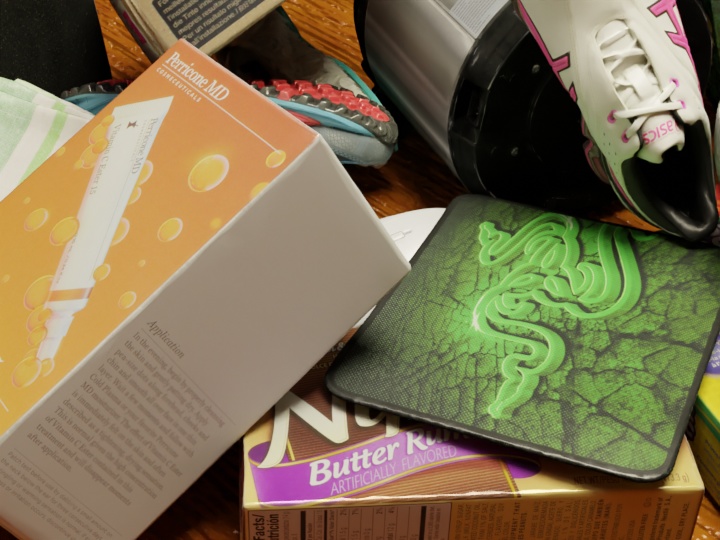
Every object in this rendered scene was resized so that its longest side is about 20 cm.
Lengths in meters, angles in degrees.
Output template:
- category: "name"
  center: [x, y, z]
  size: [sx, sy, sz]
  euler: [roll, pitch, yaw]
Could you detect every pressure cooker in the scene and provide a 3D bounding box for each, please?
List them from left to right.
- category: "pressure cooker"
  center: [0.093, -0.150, 0.817]
  size: [0.175, 0.179, 0.200]
  euler: [-18, 43, -19]

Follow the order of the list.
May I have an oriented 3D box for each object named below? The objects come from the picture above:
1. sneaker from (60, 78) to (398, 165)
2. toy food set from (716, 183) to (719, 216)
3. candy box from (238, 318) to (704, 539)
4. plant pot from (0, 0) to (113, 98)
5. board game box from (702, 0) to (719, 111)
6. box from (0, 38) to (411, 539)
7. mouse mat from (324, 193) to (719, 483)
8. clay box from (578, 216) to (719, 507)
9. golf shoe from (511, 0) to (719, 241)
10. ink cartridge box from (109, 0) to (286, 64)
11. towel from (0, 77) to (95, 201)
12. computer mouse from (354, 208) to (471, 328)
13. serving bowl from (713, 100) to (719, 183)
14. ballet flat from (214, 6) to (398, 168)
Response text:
- category: "sneaker"
  center: [-0.073, -0.062, 0.772]
  size: [0.199, 0.096, 0.079]
  euler: [3, 13, 18]
- category: "toy food set"
  center: [0.306, -0.049, 0.800]
  size: [0.197, 0.049, 0.200]
  euler: [-20, 44, -24]
- category: "candy box"
  center: [0.043, 0.080, 0.624]
  size: [0.199, 0.057, 0.117]
  euler: [0, 38, -4]
- category: "plant pot"
  center: [-0.286, -0.136, 0.787]
  size: [0.199, 0.200, 0.178]
  euler: [13, 51, 13]
- category: "board game box"
  center: [0.203, -0.173, 0.825]
  size: [0.023, 0.200, 0.105]
  euler: [-31, 63, 5]
- category: "box"
  center: [-0.100, 0.014, 0.597]
  size: [0.200, 0.098, 0.124]
  euler: [-44, 45, -8]
- category: "mouse mat"
  center: [0.091, 0.022, 0.653]
  size: [0.160, 0.008, 0.200]
  euler: [13, 34, 19]
- category: "clay box"
  center: [0.192, 0.035, 0.692]
  size: [0.115, 0.048, 0.200]
  euler: [-12, 42, -17]
- category: "golf shoe"
  center: [0.138, -0.101, 0.675]
  size: [0.072, 0.200, 0.092]
  euler: [-32, 38, 4]
- category: "ink cartridge box"
  center: [-0.067, -0.189, 0.784]
  size: [0.165, 0.075, 0.200]
  euler: [-36, 14, -4]
- category: "towel"
  center: [-0.147, -0.014, 0.707]
  size: [0.199, 0.023, 0.153]
  euler: [19, 73, 20]
- category: "computer mouse"
  center: [0.000, 0.000, 0.732]
  size: [0.199, 0.044, 0.110]
  euler: [-15, 41, -19]
- category: "serving bowl"
  center: [0.271, -0.031, 0.676]
  size: [0.199, 0.066, 0.200]
  euler: [6, 30, -4]
- category: "ballet flat"
  center: [-0.043, -0.111, 0.862]
  size: [0.072, 0.072, 0.200]
  euler: [-15, 36, -19]
